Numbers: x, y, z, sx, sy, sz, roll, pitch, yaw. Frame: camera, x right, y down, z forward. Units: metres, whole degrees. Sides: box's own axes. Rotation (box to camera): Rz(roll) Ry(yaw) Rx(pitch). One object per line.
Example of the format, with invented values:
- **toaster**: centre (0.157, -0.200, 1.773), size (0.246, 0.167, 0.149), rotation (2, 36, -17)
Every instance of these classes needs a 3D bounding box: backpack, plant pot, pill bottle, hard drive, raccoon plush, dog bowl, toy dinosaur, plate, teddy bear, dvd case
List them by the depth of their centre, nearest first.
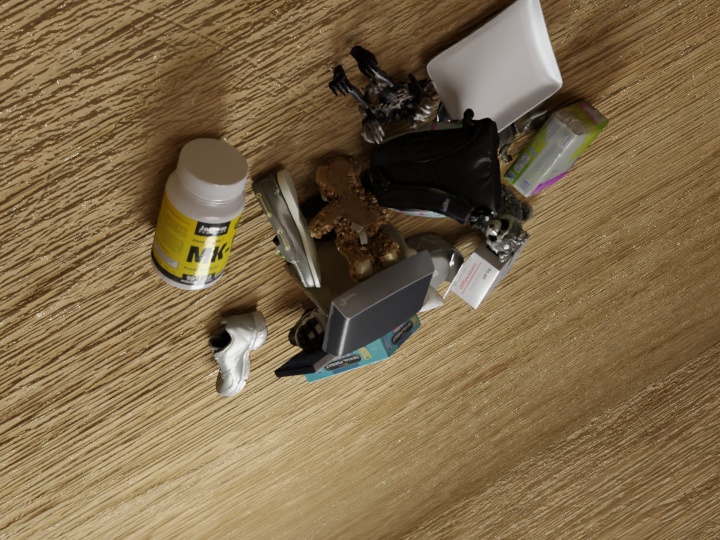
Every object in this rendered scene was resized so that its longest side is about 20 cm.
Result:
- **pill bottle**: centre (-0.226, -0.078, 1.208), size (0.113, 0.115, 0.201), rotation (-10, 143, -33)
- **backpack**: centre (0.115, -0.149, 1.320), size (0.196, 0.170, 0.126), rotation (-3, 179, 19)
- **plate**: centre (0.208, -0.307, 1.331), size (0.198, 0.032, 0.201), rotation (-35, 136, 0)
- **teddy bear**: centre (-0.012, -0.076, 1.347), size (0.145, 0.201, 0.067), rotation (-43, -174, -21)
- **hard drive**: centre (0.032, 0.056, 1.359), size (0.198, 0.042, 0.136), rotation (-28, 149, -31)
- **toy dinosaur**: centre (0.221, -0.221, 1.453), size (0.198, 0.077, 0.103), rotation (-29, 146, -27)
- **plant pot**: centre (0.000, 0.000, 1.478), size (0.183, 0.201, 0.201), rotation (-44, 149, -1)
- **dvd case**: centre (-0.055, 0.138, 1.601), size (0.199, 0.018, 0.142), rotation (-35, -169, -35)
- **raccoon plush**: centre (0.306, -0.089, 1.662), size (0.197, 0.135, 0.097), rotation (-8, 141, -35)
- **dog bowl**: centre (0.107, 0.007, 1.692), size (0.198, 0.059, 0.201), rotation (-24, 149, -15)

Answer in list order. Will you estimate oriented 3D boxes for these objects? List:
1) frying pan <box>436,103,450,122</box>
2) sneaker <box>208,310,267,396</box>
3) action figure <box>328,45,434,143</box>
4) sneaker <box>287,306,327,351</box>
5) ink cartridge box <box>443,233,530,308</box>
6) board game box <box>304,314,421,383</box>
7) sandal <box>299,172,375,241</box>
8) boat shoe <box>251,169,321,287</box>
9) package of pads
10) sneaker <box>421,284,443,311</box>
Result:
- **frying pan**: centre (0.144, -0.248, 1.398), size (0.188, 0.031, 0.116), rotation (-28, 148, -14)
- **sneaker**: centre (-0.245, 0.151, 1.571), size (0.091, 0.076, 0.202), rotation (2, 128, -33)
- **action figure**: centre (0.041, -0.240, 1.237), size (0.118, 0.103, 0.199), rotation (-31, 152, 26)
- **sneaker**: centre (-0.065, 0.086, 1.644), size (0.199, 0.067, 0.090), rotation (-36, -165, -31)
- **ink cartridge box**: centre (0.254, -0.006, 1.720), size (0.200, 0.067, 0.117), rotation (-41, 162, -45)
- **board game box**: centre (0.000, 0.142, 1.645), size (0.198, 0.048, 0.151), rotation (-21, -171, 35)
- **sandal**: centre (-0.017, -0.108, 1.417), size (0.198, 0.082, 0.055), rotation (-33, 173, -13)
- **boat shoe**: centre (-0.111, -0.058, 1.335), size (0.059, 0.072, 0.204), rotation (-16, 119, 5)
- **package of pads**: centre (0.355, -0.221, 1.530), size (0.199, 0.068, 0.155), rotation (-29, 159, -54)
- **sneaker**: centre (0.060, 0.046, 1.580), size (0.088, 0.197, 0.077), rotation (18, 85, -57)
